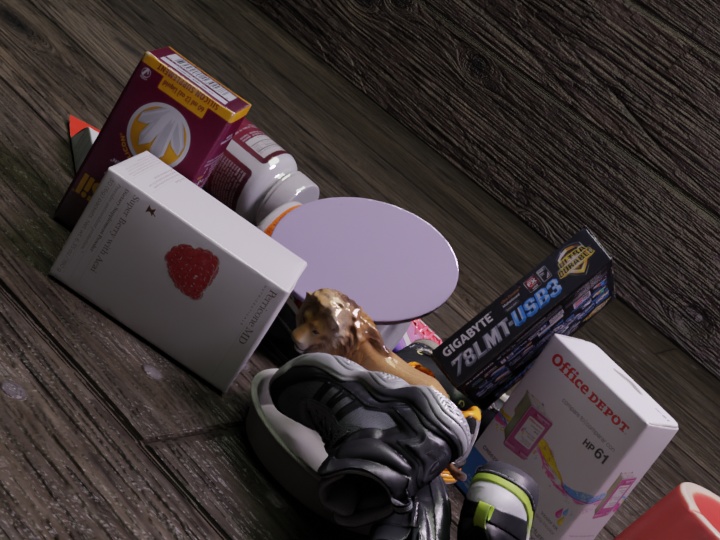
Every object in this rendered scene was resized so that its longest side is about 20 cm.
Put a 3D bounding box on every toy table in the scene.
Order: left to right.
[{"bbox_3d":[0.000,0.000,1.187,0.197,0.186,0.117,21,-15,1],"label":"toy table"}]

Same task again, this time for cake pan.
[{"bbox_3d":[-0.025,0.168,1.010,0.199,0.037,0.201,34,15,-10],"label":"cake pan"}]

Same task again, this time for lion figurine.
[{"bbox_3d":[0.024,0.101,0.976,0.198,0.124,0.073,28,41,10],"label":"lion figurine"}]

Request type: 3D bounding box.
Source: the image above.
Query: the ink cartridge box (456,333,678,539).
[{"bbox_3d":[0.210,0.189,1.148,0.084,0.201,0.145,16,23,-50],"label":"ink cartridge box"}]

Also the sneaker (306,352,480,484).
[{"bbox_3d":[0.033,0.117,1.074,0.199,0.078,0.078,37,16,12],"label":"sneaker"}]

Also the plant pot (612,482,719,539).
[{"bbox_3d":[0.301,0.311,1.020,0.199,0.179,0.201,33,14,-9],"label":"plant pot"}]

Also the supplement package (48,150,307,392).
[{"bbox_3d":[-0.169,-0.002,1.051,0.198,0.122,0.120,34,14,-3],"label":"supplement package"}]

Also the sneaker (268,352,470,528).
[{"bbox_3d":[-0.018,0.136,0.888,0.198,0.076,0.114,10,42,36],"label":"sneaker"}]

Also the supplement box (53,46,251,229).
[{"bbox_3d":[-0.214,-0.115,1.139,0.110,0.201,0.086,34,15,-2],"label":"supplement box"}]

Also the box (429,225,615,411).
[{"bbox_3d":[0.176,0.057,1.142,0.050,0.199,0.198,51,4,18],"label":"box"}]

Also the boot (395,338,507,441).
[{"bbox_3d":[0.094,0.160,1.252,0.203,0.074,0.153,42,20,23],"label":"boot"}]

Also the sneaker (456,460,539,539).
[{"bbox_3d":[0.102,0.240,0.905,0.071,0.202,0.083,15,47,26],"label":"sneaker"}]

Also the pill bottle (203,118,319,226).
[{"bbox_3d":[-0.158,-0.136,1.510,0.199,0.115,0.114,40,15,17],"label":"pill bottle"}]

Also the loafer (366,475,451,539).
[{"bbox_3d":[0.035,0.215,0.870,0.069,0.068,0.203,18,40,-26],"label":"loafer"}]

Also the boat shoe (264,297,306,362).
[{"bbox_3d":[-0.124,0.037,1.182,0.067,0.072,0.200,-35,74,-34],"label":"boat shoe"}]

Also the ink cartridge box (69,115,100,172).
[{"bbox_3d":[-0.278,-0.135,1.366,0.159,0.048,0.201,27,19,-29],"label":"ink cartridge box"}]

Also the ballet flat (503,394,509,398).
[{"bbox_3d":[0.195,0.199,1.342,0.069,0.070,0.201,24,22,-37],"label":"ballet flat"}]

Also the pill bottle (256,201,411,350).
[{"bbox_3d":[-0.038,0.018,1.305,0.199,0.110,0.109,40,15,18],"label":"pill bottle"}]

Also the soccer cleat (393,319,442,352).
[{"bbox_3d":[0.057,0.079,1.397,0.198,0.077,0.067,30,15,-18],"label":"soccer cleat"}]
